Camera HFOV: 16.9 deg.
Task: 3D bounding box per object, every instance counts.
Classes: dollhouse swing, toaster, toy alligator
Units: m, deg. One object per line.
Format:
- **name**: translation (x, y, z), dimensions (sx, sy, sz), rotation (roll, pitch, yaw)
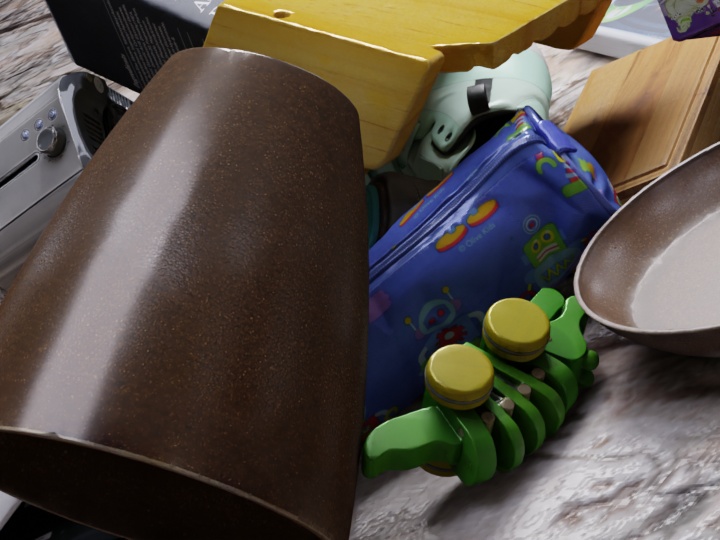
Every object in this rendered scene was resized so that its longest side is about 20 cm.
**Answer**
- **dollhouse swing**: translation (0.024, -0.080, 1.288), dimensions (0.181, 0.177, 0.200), rotation (19, 32, 30)
- **toaster**: translation (-0.170, -0.036, 1.547), dimensions (0.129, 0.114, 0.200), rotation (-30, -27, 19)
- **toy alligator**: translation (0.080, 0.046, 1.097), dimensions (0.054, 0.059, 0.200), rotation (35, 50, 22)

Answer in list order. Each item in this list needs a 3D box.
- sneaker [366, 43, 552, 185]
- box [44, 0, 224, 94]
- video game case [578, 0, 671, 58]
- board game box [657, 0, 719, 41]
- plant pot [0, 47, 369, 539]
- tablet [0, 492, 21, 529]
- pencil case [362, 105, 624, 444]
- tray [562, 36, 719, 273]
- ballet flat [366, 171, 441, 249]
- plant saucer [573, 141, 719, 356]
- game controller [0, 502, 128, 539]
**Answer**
- **sneaker**: translation (0.023, -0.064, 1.438), dimensions (0.200, 0.074, 0.118), rotation (-29, 21, 13)
- **box**: translation (-0.070, -0.173, 1.438), dimensions (0.200, 0.107, 0.149), rotation (25, 63, 31)
- **video game case**: translation (0.232, -0.186, 1.494), dimensions (0.182, 0.023, 0.200), rotation (-35, 18, -8)
- **board game box**: translation (0.242, -0.158, 1.278), dimensions (0.120, 0.032, 0.200), rotation (-19, -1, 26)
- **plant pot**: translation (-0.070, 0.011, 1.081), dimensions (0.187, 0.187, 0.201), rotation (-8, 60, 52)
- **tablet**: translation (-0.195, 0.095, 1.288), dimensions (0.200, 0.014, 0.130), rotation (-54, 26, 1)
- **pencil case**: translation (0.035, 0.006, 1.179), dimensions (0.200, 0.087, 0.078), rotation (-40, 57, 1)
- **tray**: translation (0.152, -0.071, 1.301), dimensions (0.098, 0.037, 0.200), rotation (-22, 21, 28)
- **ballet flat**: translation (0.000, 0.000, 1.324), dimensions (0.063, 0.068, 0.200), rotation (5, -18, -23)
- **plant saucer**: translation (0.192, -0.018, 1.077), dimensions (0.200, 0.032, 0.200), rotation (-24, 22, 10)
- **game controller**: translation (-0.162, 0.131, 1.285), dimensions (0.200, 0.042, 0.105), rotation (-28, 33, 26)
